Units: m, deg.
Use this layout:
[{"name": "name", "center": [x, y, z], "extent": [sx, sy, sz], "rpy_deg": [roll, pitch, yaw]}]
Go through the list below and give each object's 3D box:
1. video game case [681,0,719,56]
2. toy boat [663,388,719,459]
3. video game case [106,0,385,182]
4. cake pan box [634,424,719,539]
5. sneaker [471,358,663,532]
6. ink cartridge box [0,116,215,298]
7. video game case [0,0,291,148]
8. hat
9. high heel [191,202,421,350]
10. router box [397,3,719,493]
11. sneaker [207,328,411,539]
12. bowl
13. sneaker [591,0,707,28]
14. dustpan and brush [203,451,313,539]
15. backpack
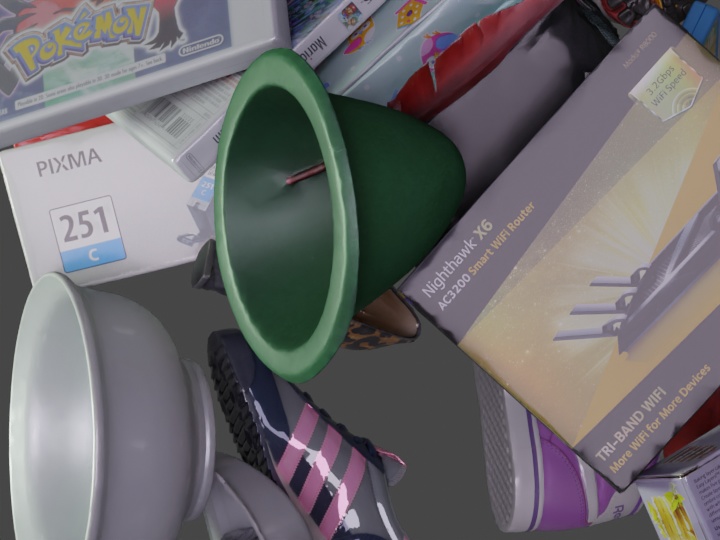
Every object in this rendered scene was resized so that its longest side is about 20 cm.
[{"name": "video game case", "center": [0.154, -0.037, 1.474], "extent": [0.018, 0.143, 0.200], "rpy_deg": [24, 75, 13]}, {"name": "toy boat", "center": [0.230, 0.040, 1.475], "extent": [0.130, 0.131, 0.200], "rpy_deg": [2, 68, 38]}, {"name": "video game case", "center": [-0.067, -0.142, 1.486], "extent": [0.182, 0.200, 0.024], "rpy_deg": [-44, 118, -5]}, {"name": "cake pan box", "center": [0.263, 0.146, 1.395], "extent": [0.200, 0.052, 0.184], "rpy_deg": [-29, 101, -27]}, {"name": "sneaker", "center": [0.128, 0.052, 1.560], "extent": [0.114, 0.073, 0.201], "rpy_deg": [-4, 88, -13]}, {"name": "ink cartridge box", "center": [-0.120, -0.091, 1.579], "extent": [0.200, 0.045, 0.176], "rpy_deg": [-14, 93, 6]}, {"name": "video game case", "center": [-0.139, -0.172, 1.453], "extent": [0.200, 0.023, 0.182], "rpy_deg": [-17, 62, 19]}, {"name": "hat", "center": [0.038, -0.043, 1.353], "extent": [0.176, 0.200, 0.166], "rpy_deg": [-7, 59, -25]}, {"name": "high heel", "center": [0.000, 0.000, 1.495], "extent": [0.143, 0.200, 0.071], "rpy_deg": [17, 75, -18]}, {"name": "router box", "center": [0.143, -0.012, 1.350], "extent": [0.157, 0.052, 0.200], "rpy_deg": [41, 95, 3]}, {"name": "sneaker", "center": [-0.021, 0.115, 1.581], "extent": [0.082, 0.070, 0.200], "rpy_deg": [-27, 88, -17]}, {"name": "bowl", "center": [-0.141, 0.101, 1.538], "extent": [0.090, 0.201, 0.201], "rpy_deg": [2, 94, -21]}, {"name": "sneaker", "center": [0.203, -0.219, 1.522], "extent": [0.200, 0.082, 0.078], "rpy_deg": [-38, 108, -10]}, {"name": "dustpan and brush", "center": [-0.054, 0.171, 1.517], "extent": [0.057, 0.200, 0.140], "rpy_deg": [-17, 94, -35]}, {"name": "backpack", "center": [0.056, -0.102, 1.476], "extent": [0.176, 0.200, 0.153], "rpy_deg": [-44, 97, 8]}]
